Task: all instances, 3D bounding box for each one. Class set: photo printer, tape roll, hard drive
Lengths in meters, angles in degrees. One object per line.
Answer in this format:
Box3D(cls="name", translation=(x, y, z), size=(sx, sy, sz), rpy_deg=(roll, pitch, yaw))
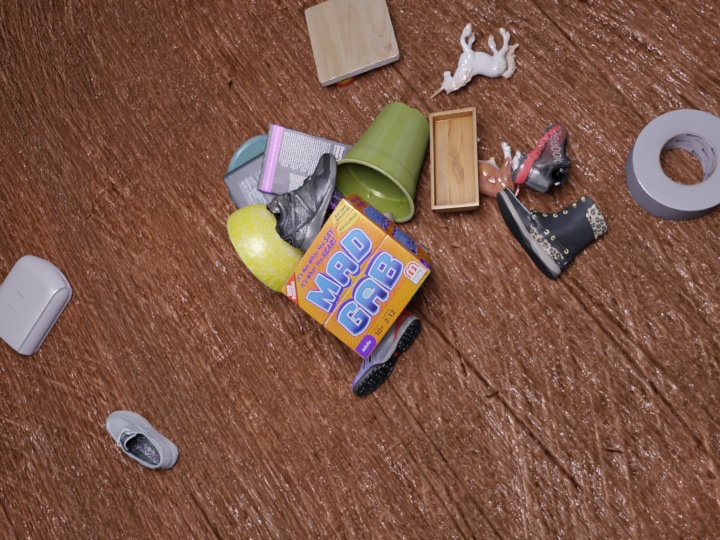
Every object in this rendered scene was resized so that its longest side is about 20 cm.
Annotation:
Box3D(cls="photo printer", translation=(-0.809, 0.076, 1.335), size=(0.164, 0.069, 0.203), rpy_deg=(32, 86, 18))
Box3D(cls="tape roll", translation=(0.627, -0.204, 1.064), size=(0.193, 0.066, 0.208), rpy_deg=(-3, 76, 13))
Box3D(cls="hard drive", translation=(-0.195, -0.200, 1.239), size=(0.196, 0.033, 0.143), rpy_deg=(-30, 97, -1))

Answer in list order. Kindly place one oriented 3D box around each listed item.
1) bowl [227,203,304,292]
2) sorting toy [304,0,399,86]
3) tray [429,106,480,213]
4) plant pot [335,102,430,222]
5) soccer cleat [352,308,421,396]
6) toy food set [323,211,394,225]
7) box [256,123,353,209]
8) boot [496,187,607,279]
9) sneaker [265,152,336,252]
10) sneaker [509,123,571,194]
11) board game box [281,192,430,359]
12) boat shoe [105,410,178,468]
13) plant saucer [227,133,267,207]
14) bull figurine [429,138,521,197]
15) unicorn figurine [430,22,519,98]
Box3D(cls="bowl", translation=(-0.173, -0.068, 1.140), size=(0.106, 0.199, 0.204), rpy_deg=(-35, 72, 15))
Box3D(cls="sorting toy", translation=(-0.017, -0.546, 1.293), size=(0.192, 0.070, 0.207), rpy_deg=(-16, 74, 9))
Box3D(cls="tray", translation=(0.193, -0.225, 1.120), size=(0.095, 0.037, 0.208), rpy_deg=(-3, 80, 18))
Box3D(cls="plant pot", translation=(0.062, -0.242, 1.156), size=(0.195, 0.201, 0.194), rpy_deg=(22, 71, 17))
Box3D(cls="soccer cleat", translation=(0.042, 0.165, 1.123), size=(0.073, 0.068, 0.202), rpy_deg=(37, 88, 37))
Box3D(cls="toy food set", translation=(-0.017, -0.041, 1.170), size=(0.192, 0.060, 0.149), rpy_deg=(-6, 99, 7))
Box3D(cls="box", translation=(-0.120, -0.226, 1.208), size=(0.193, 0.036, 0.148), rpy_deg=(14, 96, -4))
Box3D(cls="boot", translation=(0.380, -0.109, 1.090), size=(0.152, 0.073, 0.206), rpy_deg=(-35, 86, 1))
Box3D(cls="sneaker", translation=(-0.114, -0.150, 1.065), size=(0.111, 0.076, 0.206), rpy_deg=(22, 81, -18))
Box3D(cls="sneaker", translation=(0.382, -0.221, 1.095), size=(0.097, 0.072, 0.200), rpy_deg=(34, 54, 15))
Box3D(cls="board game box", translation=(0.000, 0.000, 1.041), size=(0.198, 0.200, 0.202), rpy_deg=(37, 102, -1))
Box3D(cls="boat shoe", translation=(-0.489, 0.367, 1.190), size=(0.196, 0.072, 0.072), rpy_deg=(25, 83, 17))
Box3D(cls="plant saucer", translation=(-0.234, -0.234, 1.295), size=(0.192, 0.027, 0.208), rpy_deg=(-3, 77, 12))
Box3D(cls="bull figurine", translation=(0.247, -0.215, 1.152), size=(0.194, 0.065, 0.126), rpy_deg=(20, 93, 15))
Box3D(cls="unicorn figurine", translation=(0.254, -0.463, 1.205), size=(0.192, 0.074, 0.143), rpy_deg=(3, 88, 8))
